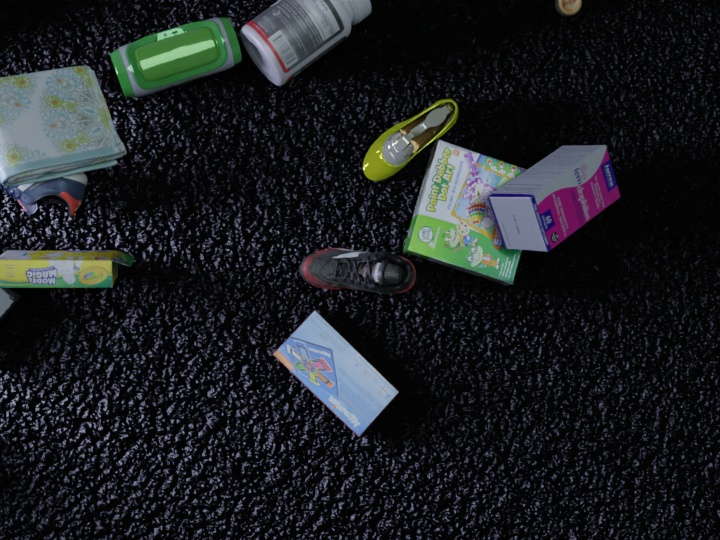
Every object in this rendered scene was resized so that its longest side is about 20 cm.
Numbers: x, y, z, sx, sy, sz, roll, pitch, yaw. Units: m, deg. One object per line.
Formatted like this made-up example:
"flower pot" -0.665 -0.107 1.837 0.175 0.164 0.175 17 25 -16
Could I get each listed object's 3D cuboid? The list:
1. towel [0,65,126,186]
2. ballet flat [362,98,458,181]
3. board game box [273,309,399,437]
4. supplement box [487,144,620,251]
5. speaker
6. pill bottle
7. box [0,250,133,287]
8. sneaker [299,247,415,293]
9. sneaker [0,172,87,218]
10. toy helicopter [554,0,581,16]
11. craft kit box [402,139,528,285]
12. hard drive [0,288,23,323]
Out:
"towel" -0.484 -0.228 1.522 0.199 0.048 0.172 -16 73 -29
"ballet flat" 0.087 -0.227 1.650 0.200 0.067 0.067 -38 94 -9
"board game box" -0.040 0.172 1.632 0.200 0.019 0.103 45 80 -5
"supplement box" 0.326 -0.123 1.631 0.200 0.103 0.102 -35 113 -29
"speaker" -0.298 -0.345 1.580 0.199 0.088 0.089 -20 91 -10
"pill bottle" -0.088 -0.406 1.605 0.200 0.114 0.114 -38 94 -10
"box" -0.455 -0.003 1.518 0.199 0.117 0.049 -2 99 -9
"sneaker" 0.000 0.000 1.609 0.199 0.098 0.071 5 88 -8
"sneaker" -0.535 -0.131 1.532 0.199 0.075 0.085 10 81 -10
"toy helicopter" 0.419 -0.534 1.732 0.132 0.079 0.201 33 93 -16
"craft kit box" 0.193 -0.099 1.676 0.196 0.049 0.201 16 84 -6
"hard drive" -0.653 0.034 1.525 0.200 0.033 0.140 39 81 -6
